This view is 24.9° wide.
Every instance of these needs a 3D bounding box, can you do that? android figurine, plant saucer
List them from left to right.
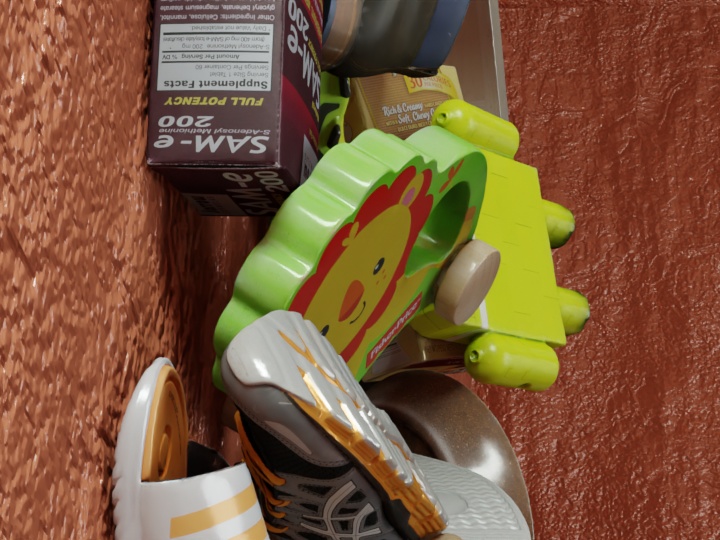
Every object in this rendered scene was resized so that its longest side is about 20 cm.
[{"bbox_3d":[0.022,0.158,0.944,0.200,0.034,0.201,-4,-95,53],"label":"plant saucer"},{"bbox_3d":[0.074,-0.016,1.004,0.200,0.041,0.182,16,61,-50],"label":"android figurine"}]

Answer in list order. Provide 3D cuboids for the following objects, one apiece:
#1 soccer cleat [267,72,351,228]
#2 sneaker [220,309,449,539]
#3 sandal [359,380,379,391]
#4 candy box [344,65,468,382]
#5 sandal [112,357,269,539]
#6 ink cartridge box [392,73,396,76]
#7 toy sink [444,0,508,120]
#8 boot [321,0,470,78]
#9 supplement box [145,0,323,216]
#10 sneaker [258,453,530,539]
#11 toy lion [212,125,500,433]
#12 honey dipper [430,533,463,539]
[{"bbox_3d":[-0.039,-0.075,0.914,0.084,0.065,0.200,-125,-163,-45],"label":"soccer cleat"},{"bbox_3d":[-0.021,0.087,0.712,0.078,0.077,0.200,61,2,35],"label":"sneaker"},{"bbox_3d":[-0.003,0.076,1.048,0.055,0.082,0.200,163,-64,-74],"label":"sandal"},{"bbox_3d":[0.032,-0.034,1.039,0.115,0.055,0.200,-1,74,-51],"label":"candy box"},{"bbox_3d":[-0.061,0.135,0.662,0.079,0.059,0.207,-61,150,-76],"label":"sandal"},{"bbox_3d":[-0.018,-0.214,0.905,0.116,0.068,0.200,-84,170,-69],"label":"ink cartridge box"},{"bbox_3d":[0.078,-0.209,1.562,0.130,0.112,0.200,-75,159,-64],"label":"toy sink"},{"bbox_3d":[0.016,-0.193,0.829,0.097,0.075,0.200,11,95,-43],"label":"boot"},{"bbox_3d":[-0.052,-0.132,0.732,0.109,0.061,0.200,52,39,-79],"label":"supplement box"},{"bbox_3d":[0.014,0.161,0.871,0.200,0.074,0.118,17,-74,52],"label":"sneaker"},{"bbox_3d":[0.000,0.000,0.791,0.200,0.069,0.192,-48,159,-31],"label":"toy lion"},{"bbox_3d":[-0.002,0.183,0.822,0.200,0.038,0.038,-49,-153,46],"label":"honey dipper"}]
